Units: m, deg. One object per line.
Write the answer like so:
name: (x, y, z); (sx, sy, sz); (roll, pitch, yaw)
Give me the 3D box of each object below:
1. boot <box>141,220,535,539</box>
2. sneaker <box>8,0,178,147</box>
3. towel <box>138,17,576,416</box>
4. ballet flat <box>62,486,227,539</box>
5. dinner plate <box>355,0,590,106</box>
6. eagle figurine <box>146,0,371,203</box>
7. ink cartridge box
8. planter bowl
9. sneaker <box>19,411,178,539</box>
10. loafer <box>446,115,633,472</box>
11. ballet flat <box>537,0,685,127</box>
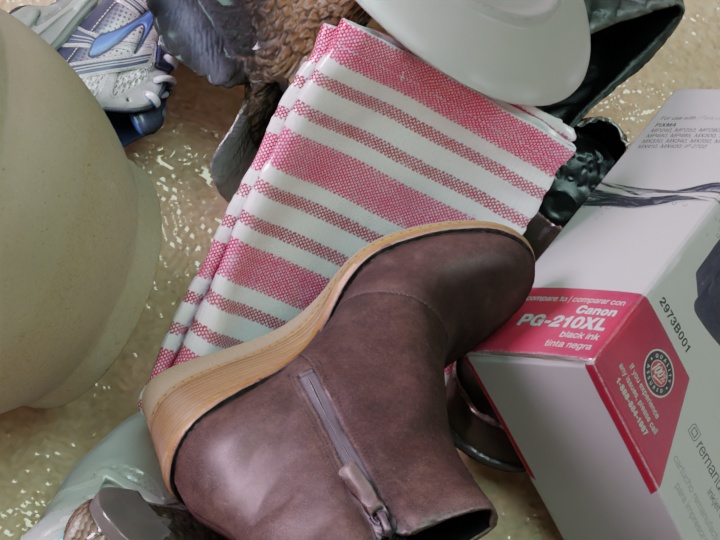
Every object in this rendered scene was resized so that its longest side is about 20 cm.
boot: (0.019, 0.064, 1.209); (0.199, 0.073, 0.166); (-25, 38, -16)
sneaker: (-0.118, -0.103, 1.395); (0.200, 0.077, 0.085); (-39, 89, -25)
towel: (0.000, 0.000, 1.289); (0.146, 0.030, 0.201); (22, 98, -36)
ballet flat: (-0.071, 0.129, 1.231); (0.046, 0.200, 0.067); (-49, 67, 11)
dinner plate: (0.037, -0.162, 1.318); (0.200, 0.024, 0.201); (30, 37, -26)
eagle figurine: (-0.031, -0.142, 1.366); (0.150, 0.152, 0.201); (-25, 78, -11)
ink cartridge box: (0.158, 0.029, 1.350); (0.200, 0.084, 0.145); (-49, 123, -32)
planter bowl: (-0.173, -0.016, 1.266); (0.134, 0.200, 0.201); (24, 53, -35)
sneaker: (-0.118, 0.126, 1.243); (0.075, 0.089, 0.200); (28, 56, 10)
loafer: (0.084, 0.002, 1.388); (0.073, 0.071, 0.201); (18, 58, -6)
ballet flat: (0.084, -0.079, 1.372); (0.057, 0.067, 0.200); (14, 54, 38)
